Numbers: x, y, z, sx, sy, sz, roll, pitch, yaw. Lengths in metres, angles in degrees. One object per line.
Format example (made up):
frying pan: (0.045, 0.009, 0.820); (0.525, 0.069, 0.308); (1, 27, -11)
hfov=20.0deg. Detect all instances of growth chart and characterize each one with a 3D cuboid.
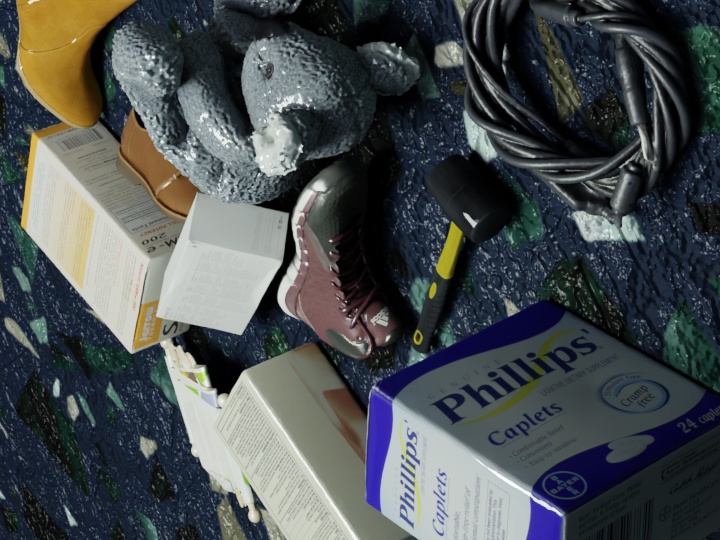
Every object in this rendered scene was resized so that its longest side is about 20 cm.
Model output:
growth chart: (-0.146, 0.142, 1.930); (0.200, 0.018, 0.146); (-147, 42, -64)

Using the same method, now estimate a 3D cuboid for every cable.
cable: (0.140, -0.134, 1.408); (0.200, 0.051, 0.164); (48, 141, 27)

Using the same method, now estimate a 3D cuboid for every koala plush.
koala plush: (-0.057, -0.135, 1.586); (0.199, 0.177, 0.185); (7, 126, 51)

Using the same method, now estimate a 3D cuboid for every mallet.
mallet: (0.073, 0.003, 1.592); (0.066, 0.041, 0.201); (45, 144, 34)

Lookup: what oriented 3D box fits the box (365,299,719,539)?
box: (0.133, 0.131, 1.448); (0.200, 0.183, 0.106); (30, 132, 41)

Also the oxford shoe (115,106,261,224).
oxford shoe: (-0.153, -0.092, 1.813); (0.200, 0.071, 0.072); (34, 126, 38)

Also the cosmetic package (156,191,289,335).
cosmetic package: (-0.121, -0.004, 1.757); (0.200, 0.082, 0.051); (125, 154, -67)

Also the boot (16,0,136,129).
boot: (-0.255, -0.226, 1.875); (0.143, 0.071, 0.202); (-14, 123, 32)

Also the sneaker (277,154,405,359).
sneaker: (0.000, 0.000, 1.665); (0.116, 0.076, 0.200); (45, 150, 21)

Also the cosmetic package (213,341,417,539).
cosmetic package: (-0.032, 0.177, 1.780); (0.200, 0.087, 0.104); (56, 143, 18)

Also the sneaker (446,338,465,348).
sneaker: (0.045, 0.115, 1.653); (0.071, 0.075, 0.200); (56, 143, 16)

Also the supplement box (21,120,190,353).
supplement box: (-0.237, -0.037, 1.949); (0.200, 0.073, 0.126); (46, 140, 28)
